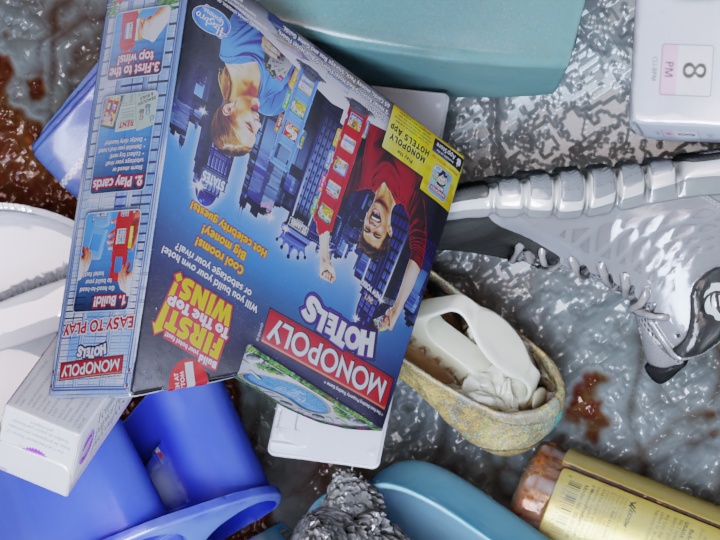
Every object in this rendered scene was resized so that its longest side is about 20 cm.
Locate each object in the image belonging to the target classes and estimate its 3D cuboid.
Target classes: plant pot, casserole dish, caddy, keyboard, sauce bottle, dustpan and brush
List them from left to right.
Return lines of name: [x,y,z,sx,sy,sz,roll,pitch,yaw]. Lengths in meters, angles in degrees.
dustpan and brush: [-0.144,0.012,1.514,0.200,0.057,0.140,-20,93,9]
caddy: [-0.127,0.128,1.456,0.200,0.141,0.105,-35,74,53]
keyboard: [0.000,0.000,1.424,0.056,0.011,0.200,9,71,7]
plant pot: [0.016,-0.160,1.436,0.200,0.141,0.142,15,84,1]
casserole dish: [0.064,0.165,1.460,0.200,0.039,0.121,36,140,-2]
sauce bottle: [0.172,0.150,1.458,0.200,0.066,0.066,23,96,11]

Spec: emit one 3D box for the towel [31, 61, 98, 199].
towel: [-0.062,-0.050,1.519,0.200,0.024,0.145,43,100,7]

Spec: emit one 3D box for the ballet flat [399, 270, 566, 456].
ballet flat: [0.024,0.019,1.460,0.200,0.071,0.071,38,98,-9]

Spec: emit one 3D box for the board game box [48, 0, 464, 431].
board game box: [-0.060,-0.010,1.346,0.062,0.200,0.200,-3,61,46]

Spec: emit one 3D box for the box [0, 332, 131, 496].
box: [-0.120,0.034,1.389,0.041,0.200,0.039,20,124,6]

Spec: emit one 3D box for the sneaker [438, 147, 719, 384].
sneaker: [0.123,0.003,1.455,0.200,0.075,0.116,-7,94,5]

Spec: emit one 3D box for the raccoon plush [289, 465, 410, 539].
raccoon plush: [0.055,0.159,1.398,0.200,0.097,0.134,-10,113,1]

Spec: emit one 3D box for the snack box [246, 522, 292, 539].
snack box: [-0.114,0.213,1.489,0.200,0.116,0.037,-43,84,9]

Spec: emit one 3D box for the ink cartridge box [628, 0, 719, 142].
ink cartridge box: [0.239,-0.145,1.434,0.200,0.057,0.163,2,83,15]
